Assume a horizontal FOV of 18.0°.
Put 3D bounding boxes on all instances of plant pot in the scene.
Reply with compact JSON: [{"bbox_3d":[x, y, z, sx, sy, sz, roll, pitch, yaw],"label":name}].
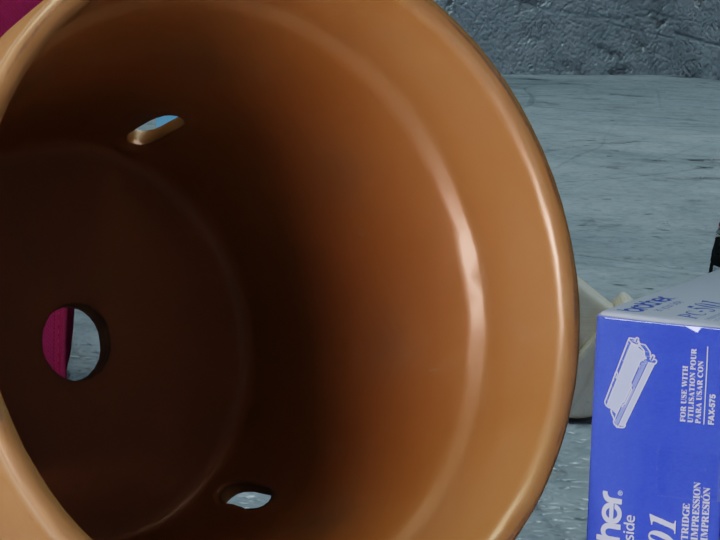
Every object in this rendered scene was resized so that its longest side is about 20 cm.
[{"bbox_3d":[-0.056,0.013,0.668,0.200,0.200,0.140,-4,-6,-36],"label":"plant pot"}]

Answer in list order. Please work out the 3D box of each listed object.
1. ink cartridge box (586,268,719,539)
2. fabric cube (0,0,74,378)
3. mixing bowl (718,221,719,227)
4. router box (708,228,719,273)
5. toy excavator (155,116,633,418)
[{"bbox_3d":[0.129,0.048,0.742,0.044,0.094,0.200,6,9,26],"label":"ink cartridge box"},{"bbox_3d":[-0.228,-0.059,1.043,0.200,0.196,0.199,2,10,-6],"label":"fabric cube"},{"bbox_3d":[0.364,-0.079,1.653,0.200,0.108,0.200,3,8,0],"label":"mixing bowl"},{"bbox_3d":[0.290,0.019,1.103,0.200,0.062,0.150,0,8,-17],"label":"router box"},{"bbox_3d":[0.000,0.000,0.969,0.200,0.195,0.100,-25,5,8],"label":"toy excavator"}]
